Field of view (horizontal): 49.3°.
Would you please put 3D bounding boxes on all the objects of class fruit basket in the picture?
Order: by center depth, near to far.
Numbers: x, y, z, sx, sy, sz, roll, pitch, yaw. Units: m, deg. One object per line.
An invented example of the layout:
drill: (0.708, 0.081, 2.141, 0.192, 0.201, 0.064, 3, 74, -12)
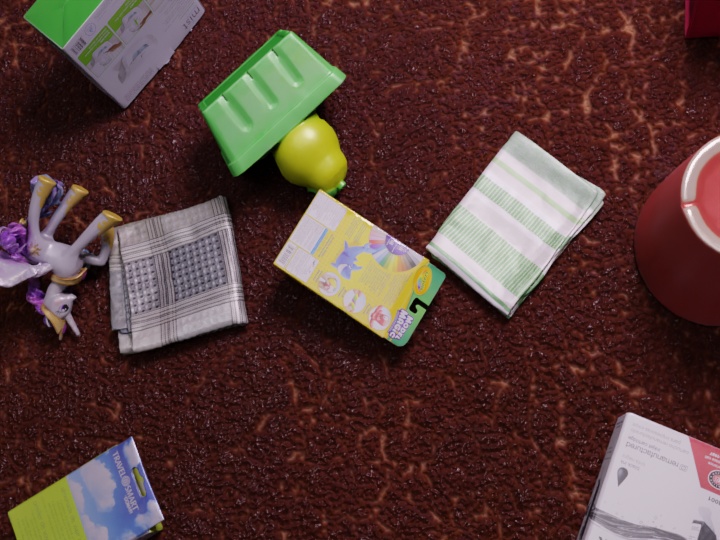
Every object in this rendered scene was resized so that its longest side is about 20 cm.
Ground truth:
fruit basket: (-0.097, -0.194, 1.071, 0.210, 0.156, 0.221, -5, 109, -15)

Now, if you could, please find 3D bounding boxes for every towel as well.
towel: (0.197, -0.061, 1.009, 0.152, 0.023, 0.201, 39, 87, 20)
towel: (-0.262, 0.006, 1.092, 0.195, 0.035, 0.197, -15, 73, 10)

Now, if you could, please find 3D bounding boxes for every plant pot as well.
plant pot: (0.415, -0.054, 0.875, 0.195, 0.177, 0.206, -3, 75, 11)

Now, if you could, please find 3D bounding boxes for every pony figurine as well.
pony figurine: (-0.442, -0.025, 1.084, 0.190, 0.167, 0.203, 28, 100, -8)

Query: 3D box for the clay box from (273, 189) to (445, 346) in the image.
clay box: (0.000, 0.000, 1.012, 0.198, 0.048, 0.116, 34, 85, 5)

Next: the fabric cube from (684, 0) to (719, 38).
fabric cube: (0.506, -0.417, 0.936, 0.194, 0.200, 0.201, 4, 77, 15)

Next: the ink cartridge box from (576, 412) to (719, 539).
ink cartridge box: (0.323, 0.280, 0.857, 0.142, 0.084, 0.204, 20, 81, 16)

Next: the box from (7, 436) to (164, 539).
box: (-0.350, 0.320, 1.022, 0.197, 0.048, 0.124, -31, 72, 3)

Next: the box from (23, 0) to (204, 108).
box: (-0.345, -0.370, 1.134, 0.096, 0.177, 0.201, 37, 86, 19)
